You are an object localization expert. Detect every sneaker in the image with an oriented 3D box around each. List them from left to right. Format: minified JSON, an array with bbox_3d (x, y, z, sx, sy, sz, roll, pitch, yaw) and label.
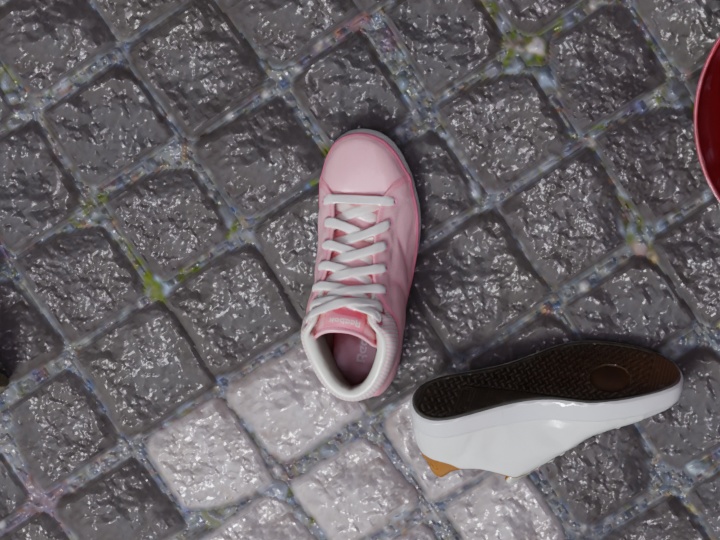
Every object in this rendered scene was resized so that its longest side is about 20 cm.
[{"bbox_3d":[0.000,0.000,1.573,0.075,0.105,0.201,3,98,9],"label":"sneaker"},{"bbox_3d":[0.139,0.108,1.600,0.199,0.073,0.085,-8,128,3],"label":"sneaker"}]

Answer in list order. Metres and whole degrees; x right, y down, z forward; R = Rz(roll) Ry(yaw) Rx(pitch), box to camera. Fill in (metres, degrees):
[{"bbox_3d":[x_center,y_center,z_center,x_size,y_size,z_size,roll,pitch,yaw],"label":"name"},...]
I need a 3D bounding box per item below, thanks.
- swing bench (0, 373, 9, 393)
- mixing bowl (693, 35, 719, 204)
[{"bbox_3d":[-0.404,0.100,1.614,0.200,0.130,0.199,41,91,1],"label":"swing bench"},{"bbox_3d":[0.329,-0.109,1.510,0.199,0.108,0.201,1,98,6],"label":"mixing bowl"}]
